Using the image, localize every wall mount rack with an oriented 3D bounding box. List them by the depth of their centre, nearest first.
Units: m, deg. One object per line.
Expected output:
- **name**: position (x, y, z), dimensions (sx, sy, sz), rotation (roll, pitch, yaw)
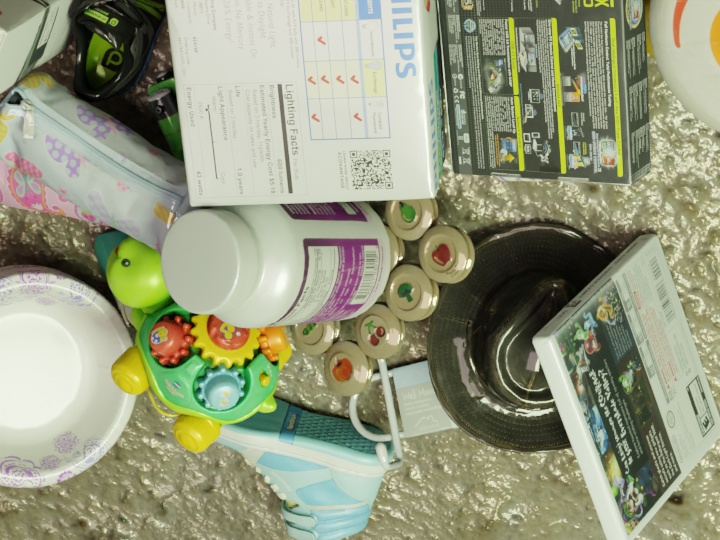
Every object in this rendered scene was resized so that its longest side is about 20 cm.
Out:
- **wall mount rack**: position (0.064, 0.082, 1.510), dimensions (0.199, 0.074, 0.175), rotation (-15, 82, 20)

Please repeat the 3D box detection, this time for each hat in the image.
- **hat**: position (0.148, 0.056, 1.421), dimensions (0.199, 0.081, 0.202), rotation (0, 85, 2)

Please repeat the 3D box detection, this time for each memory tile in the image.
- **memory tile**: position (0.000, 0.000, 1.482), dimensions (0.154, 0.017, 0.200), rotation (51, 119, 21)

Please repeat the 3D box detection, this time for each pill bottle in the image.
- **pill bottle**: position (-0.071, -0.009, 1.398), dimensions (0.112, 0.200, 0.113), rotation (1, 92, 35)

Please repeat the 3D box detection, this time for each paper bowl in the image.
- **paper bowl**: position (-0.315, 0.095, 1.569), dimensions (0.199, 0.104, 0.202), rotation (-3, 97, -22)

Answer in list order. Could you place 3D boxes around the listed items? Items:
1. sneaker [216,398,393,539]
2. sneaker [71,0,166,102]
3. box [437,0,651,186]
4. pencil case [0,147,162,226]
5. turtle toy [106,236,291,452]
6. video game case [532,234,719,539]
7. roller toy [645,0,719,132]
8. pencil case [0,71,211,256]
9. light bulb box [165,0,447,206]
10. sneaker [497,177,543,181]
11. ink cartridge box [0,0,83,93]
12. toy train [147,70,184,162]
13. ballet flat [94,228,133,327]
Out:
- **sneaker**: position (-0.075, 0.197, 1.594), dimensions (0.199, 0.080, 0.131), rotation (16, 116, 9)
- **sneaker**: position (-0.199, -0.229, 1.432), dimensions (0.070, 0.083, 0.200), rotation (24, 117, 3)
- **box**: position (0.141, -0.171, 1.302), dimensions (0.159, 0.044, 0.201), rotation (5, 112, 31)
- **pencil case**: position (-0.268, -0.089, 1.516), dimensions (0.199, 0.088, 0.088), rotation (13, 116, 8)
- **turtle toy**: position (-0.147, 0.053, 1.480), dimensions (0.200, 0.146, 0.101), rotation (42, 146, 0)
- **video game case**: position (0.230, 0.099, 1.414), dimensions (0.023, 0.182, 0.201), rotation (-4, 115, 43)
- **roller toy**: position (0.320, -0.198, 1.273), dimensions (0.182, 0.140, 0.200), rotation (38, 126, 4)
- **pencil case**: position (-0.215, -0.089, 1.421), dimensions (0.199, 0.083, 0.091), rotation (32, 153, 11)
- **light bulb box**: position (-0.038, -0.163, 1.323), dimensions (0.199, 0.125, 0.199), rotation (-1, 112, 9)
- **sneaker**: position (0.121, -0.163, 1.383), dimensions (0.114, 0.073, 0.202), rotation (-7, 112, 21)
- **ink cartridge box**: position (-0.329, -0.227, 1.402), dimensions (0.144, 0.200, 0.084), rotation (30, 117, 1)
- **toy train**: position (-0.137, -0.083, 1.497), dimensions (0.042, 0.056, 0.201), rotation (-19, 108, 22)
- **ballet flat**: position (-0.179, 0.045, 1.557), dimensions (0.067, 0.070, 0.200), rotation (-37, 100, 27)
